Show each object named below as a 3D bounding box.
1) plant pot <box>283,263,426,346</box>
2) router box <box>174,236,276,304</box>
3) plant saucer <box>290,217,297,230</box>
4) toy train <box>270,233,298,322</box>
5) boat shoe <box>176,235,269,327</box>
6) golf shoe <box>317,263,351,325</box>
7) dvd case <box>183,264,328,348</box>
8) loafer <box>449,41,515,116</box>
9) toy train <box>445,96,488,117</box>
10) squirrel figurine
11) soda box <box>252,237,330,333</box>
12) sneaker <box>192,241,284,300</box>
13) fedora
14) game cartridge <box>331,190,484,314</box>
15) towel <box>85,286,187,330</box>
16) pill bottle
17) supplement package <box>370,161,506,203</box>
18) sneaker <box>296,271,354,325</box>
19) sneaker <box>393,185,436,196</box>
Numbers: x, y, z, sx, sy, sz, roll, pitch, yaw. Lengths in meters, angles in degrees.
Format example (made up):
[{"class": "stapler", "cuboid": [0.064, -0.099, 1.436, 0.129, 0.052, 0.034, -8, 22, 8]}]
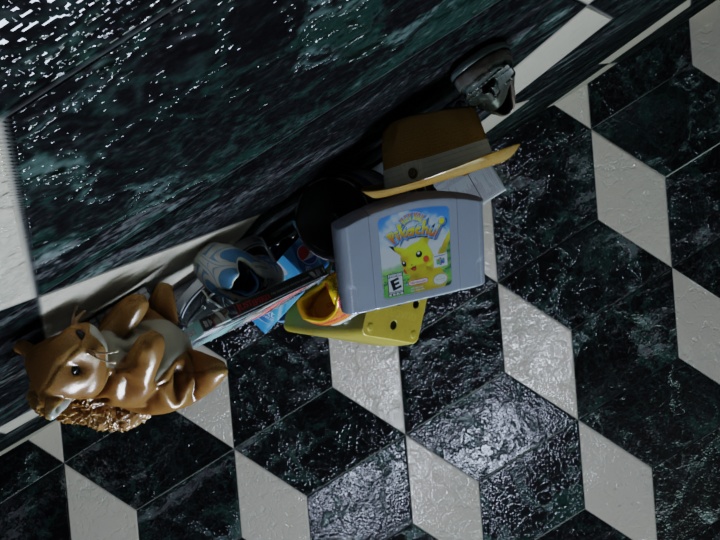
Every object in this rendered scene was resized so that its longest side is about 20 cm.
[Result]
[{"class": "plant pot", "cuboid": [0.011, 0.036, 1.297, 0.198, 0.203, 0.175, 14, 179, -41]}, {"class": "router box", "cuboid": [-0.234, 0.022, 1.249, 0.198, 0.049, 0.179, -33, 180, -5]}, {"class": "plant saucer", "cuboid": [-0.018, -0.052, 1.183, 0.198, 0.070, 0.019, 14, -116, 31]}, {"class": "toy train", "cuboid": [-0.151, 0.011, 1.391, 0.113, 0.087, 0.201, 16, -125, 28]}, {"class": "boat shoe", "cuboid": [-0.202, 0.039, 1.102, 0.199, 0.069, 0.073, -41, 152, 16]}, {"class": "golf shoe", "cuboid": [0.000, 0.000, 1.118, 0.200, 0.088, 0.077, -47, 171, 38]}, {"class": "dvd case", "cuboid": [-0.152, 0.055, 0.966, 0.199, 0.022, 0.146, -27, 177, -38]}, {"class": "loafer", "cuboid": [0.152, -0.210, 0.836, 0.071, 0.063, 0.200, -32, -179, 19]}, {"class": "toy train", "cuboid": [0.132, -0.210, 1.053, 0.034, 0.046, 0.199, -32, 180, -38]}, {"class": "squirrel figurine", "cuboid": [-0.285, 0.118, 0.809, 0.200, 0.142, 0.186, -43, 161, 27]}, {"class": "soda box", "cuboid": [-0.123, 0.023, 1.198, 0.068, 0.064, 0.200, -49, -178, -39]}, {"class": "sneaker", "cuboid": [-0.149, 0.013, 0.977, 0.072, 0.072, 0.200, -51, 161, 7]}, {"class": "fedora", "cuboid": [0.085, -0.146, 0.874, 0.197, 0.083, 0.201, -16, -174, 2]}, {"class": "game cartridge", "cuboid": [0.064, -0.028, 0.922, 0.197, 0.136, 0.040, -12, -161, -15]}, {"class": "towel", "cuboid": [-0.317, 0.098, 0.994, 0.164, 0.086, 0.200, -33, -179, -11]}, {"class": "pill bottle", "cuboid": [-0.007, -0.083, 1.028, 0.111, 0.113, 0.200, -31, 180, 20]}, {"class": "supplement package", "cuboid": [0.119, -0.143, 1.245, 0.198, 0.148, 0.191, -32, -179, 8]}, {"class": "sneaker", "cuboid": [-0.001, 0.019, 0.987, 0.199, 0.074, 0.077, -38, 157, 25]}, {"class": "sneaker", "cuboid": [0.087, -0.090, 1.016, 0.078, 0.204, 0.075, -9, 178, 19]}]
